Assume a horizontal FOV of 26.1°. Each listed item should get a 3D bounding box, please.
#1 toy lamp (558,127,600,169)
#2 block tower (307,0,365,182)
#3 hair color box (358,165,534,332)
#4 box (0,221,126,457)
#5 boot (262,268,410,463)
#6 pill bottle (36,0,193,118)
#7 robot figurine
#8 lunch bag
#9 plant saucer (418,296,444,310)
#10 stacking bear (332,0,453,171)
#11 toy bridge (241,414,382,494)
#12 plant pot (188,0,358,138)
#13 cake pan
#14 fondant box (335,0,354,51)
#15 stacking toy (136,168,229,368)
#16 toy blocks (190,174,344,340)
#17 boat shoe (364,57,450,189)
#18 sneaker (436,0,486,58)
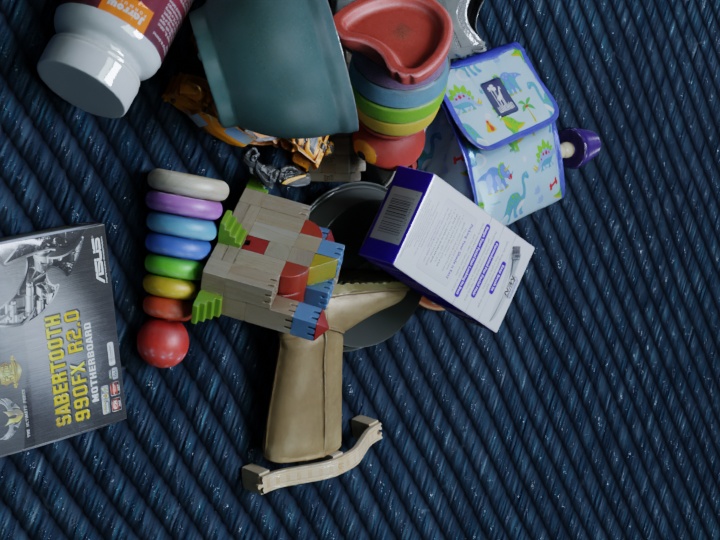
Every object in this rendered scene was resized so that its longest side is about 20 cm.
[{"bbox_3d":[0.243,-0.153,2.036,0.199,0.058,0.059,-13,102,-43],"label":"toy lamp"},{"bbox_3d":[-0.030,-0.202,1.746,0.054,0.057,0.202,-16,107,-69],"label":"block tower"},{"bbox_3d":[0.097,-0.022,1.709,0.200,0.065,0.110,32,80,-42],"label":"hair color box"},{"bbox_3d":[-0.311,0.064,1.495,0.158,0.048,0.202,-13,102,-45],"label":"box"},{"bbox_3d":[-0.029,0.103,1.732,0.174,0.066,0.202,-5,106,-26],"label":"boot"},{"bbox_3d":[-0.228,-0.258,1.509,0.114,0.114,0.201,40,65,-39],"label":"pill bottle"},{"bbox_3d":[-0.105,-0.177,1.654,0.199,0.058,0.146,30,72,-24],"label":"robot figurine"},{"bbox_3d":[0.147,-0.156,1.842,0.169,0.127,0.202,-25,110,-41],"label":"lunch bag"},{"bbox_3d":[0.093,-0.052,1.908,0.199,0.032,0.202,-5,97,-45],"label":"plant saucer"},{"bbox_3d":[0.035,-0.185,1.640,0.114,0.121,0.201,-41,154,-30],"label":"stacking bear"},{"bbox_3d":[-0.045,0.213,1.761,0.199,0.067,0.027,-20,113,-43],"label":"toy bridge"},{"bbox_3d":[-0.093,-0.216,1.538,0.133,0.200,0.202,-17,109,-3],"label":"plant pot"},{"bbox_3d":[0.000,0.000,1.784,0.199,0.037,0.202,-10,107,-34],"label":"cake pan"},{"bbox_3d":[0.035,-0.304,1.754,0.200,0.058,0.146,28,65,-68],"label":"fondant box"},{"bbox_3d":[-0.194,0.000,1.599,0.085,0.085,0.202,8,95,-45],"label":"stacking toy"},{"bbox_3d":[-0.081,-0.007,1.625,0.201,0.136,0.100,-69,173,-50],"label":"toy blocks"},{"bbox_3d":[0.056,-0.168,1.769,0.057,0.067,0.201,-15,145,-28],"label":"boat shoe"},{"bbox_3d":[0.113,-0.337,1.763,0.075,0.081,0.202,-8,98,-69],"label":"sneaker"}]
